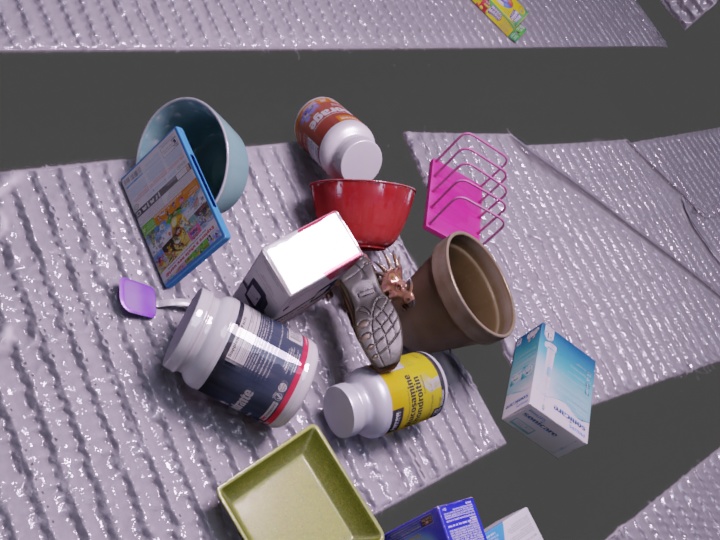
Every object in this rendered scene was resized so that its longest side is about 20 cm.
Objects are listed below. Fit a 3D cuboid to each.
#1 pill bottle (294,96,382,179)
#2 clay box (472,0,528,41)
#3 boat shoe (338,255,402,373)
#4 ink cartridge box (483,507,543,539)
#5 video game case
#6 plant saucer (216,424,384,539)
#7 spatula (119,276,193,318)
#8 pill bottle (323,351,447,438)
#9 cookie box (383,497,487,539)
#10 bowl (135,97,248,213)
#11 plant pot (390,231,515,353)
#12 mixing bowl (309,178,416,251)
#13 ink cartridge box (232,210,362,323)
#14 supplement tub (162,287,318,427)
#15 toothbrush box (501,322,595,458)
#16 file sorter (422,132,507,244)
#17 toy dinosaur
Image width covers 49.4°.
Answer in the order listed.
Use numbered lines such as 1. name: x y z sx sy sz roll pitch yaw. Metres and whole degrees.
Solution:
1. pill bottle: -0.040 -0.237 1.452 0.110 0.114 0.200 5 26 -32
2. clay box: 0.397 -0.748 2.218 0.200 0.048 0.115 43 46 -3
3. boat shoe: 0.015 0.072 1.265 0.074 0.074 0.204 -13 63 -12
4. ink cartridge box: 0.245 0.504 1.232 0.142 0.085 0.203 -12 67 -40
5. video game case: -0.289 -0.098 1.215 0.018 0.142 0.203 4 55 -60
6. plant saucer: -0.089 0.354 1.116 0.198 0.048 0.202 -25 78 -43
7. spatula: -0.276 0.052 1.204 0.196 0.021 0.058 10 54 -31
8. pill bottle: 0.040 0.205 1.266 0.197 0.112 0.114 -11 67 -40
9. cookie box: 0.125 0.453 1.120 0.074 0.171 0.204 -3 63 -33
10. bowl: -0.257 -0.167 1.267 0.104 0.199 0.204 2 57 -58
11. plant pot: 0.150 0.059 1.386 0.198 0.172 0.203 33 42 -34
12. mixing bowl: 0.001 -0.094 1.411 0.196 0.199 0.111 6 87 -32
13. ink cartridge box: -0.103 0.010 1.217 0.143 0.200 0.085 -30 82 -30
14. supplement tub: -0.173 0.127 1.144 0.197 0.140 0.142 29 47 -15
15. toothbrush box: 0.365 0.229 1.506 0.145 0.085 0.202 34 46 -13
16. file sorter: 0.228 -0.166 1.645 0.137 0.125 0.203 26 48 -19
17. toy dinosaur: 0.000 0.000 1.360 0.198 0.136 0.087 33 46 -12
